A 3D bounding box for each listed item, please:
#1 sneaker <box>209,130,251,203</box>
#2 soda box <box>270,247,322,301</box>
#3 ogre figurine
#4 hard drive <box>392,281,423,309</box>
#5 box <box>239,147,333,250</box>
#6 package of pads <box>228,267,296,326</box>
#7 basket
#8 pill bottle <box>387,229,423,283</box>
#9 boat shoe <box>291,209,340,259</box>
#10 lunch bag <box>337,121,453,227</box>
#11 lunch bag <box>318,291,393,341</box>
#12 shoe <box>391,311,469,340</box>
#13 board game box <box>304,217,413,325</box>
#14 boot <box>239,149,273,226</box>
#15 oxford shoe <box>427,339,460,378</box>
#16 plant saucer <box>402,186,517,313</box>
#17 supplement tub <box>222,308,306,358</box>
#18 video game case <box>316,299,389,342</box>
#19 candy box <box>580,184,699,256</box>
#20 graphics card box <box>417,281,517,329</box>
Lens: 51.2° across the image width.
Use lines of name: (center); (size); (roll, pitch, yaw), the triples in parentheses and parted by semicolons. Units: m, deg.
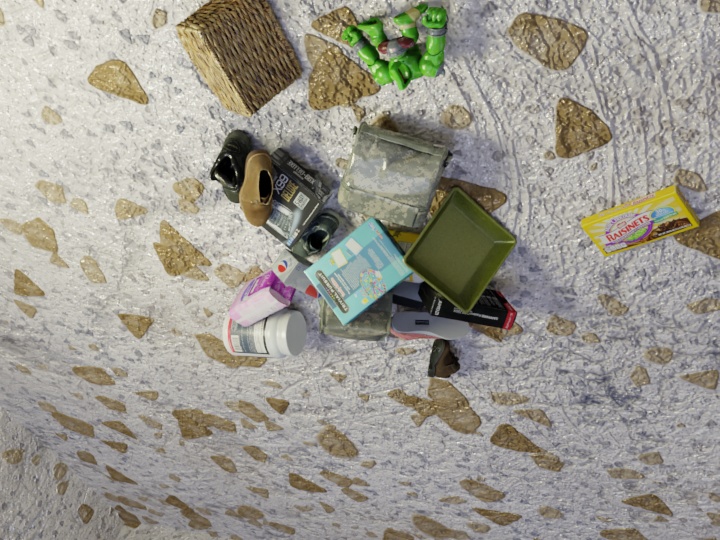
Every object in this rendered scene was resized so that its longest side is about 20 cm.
sneaker: (-0.292, -0.203, 1.668); (0.076, 0.114, 0.200); (21, 143, 2)
soda box: (-0.120, 0.020, 1.816); (0.200, 0.063, 0.068); (30, -170, -48)
ogre figurine: (0.069, -0.387, 1.315); (0.200, 0.098, 0.120); (-11, 121, 18)
hard drive: (0.070, 0.045, 1.812); (0.200, 0.042, 0.135); (16, 167, 0)
box: (-0.170, -0.158, 1.691); (0.158, 0.050, 0.200); (40, 139, -3)
package of pads: (-0.249, 0.063, 1.950); (0.076, 0.121, 0.200); (40, 137, -23)
basket: (-0.233, -0.419, 1.433); (0.143, 0.149, 0.200); (28, 157, 49)
pill bottle: (0.099, -0.032, 1.698); (0.200, 0.111, 0.111); (10, 140, 13)
boat shoe: (-0.117, -0.071, 1.783); (0.073, 0.062, 0.200); (32, 140, -16)
lunch bag: (0.068, -0.198, 1.496); (0.200, 0.139, 0.168); (18, 142, 2)
lunch bag: (-0.015, 0.109, 1.787); (0.164, 0.118, 0.200); (6, 165, -5)
shoe: (0.171, 0.141, 1.909); (0.200, 0.072, 0.091); (4, 167, -3)
board game box: (0.000, 0.000, 1.644); (0.200, 0.047, 0.151); (-38, 83, 15)
boot: (-0.219, -0.158, 1.616); (0.074, 0.076, 0.200); (-8, 139, -16)
oxford shoe: (0.225, 0.230, 1.979); (0.084, 0.073, 0.200); (10, 155, 7)
plant saucer: (0.206, -0.044, 1.611); (0.200, 0.200, 0.048); (38, 174, -21)
supplement tub: (-0.263, 0.169, 2.062); (0.200, 0.140, 0.140); (1, 137, 23)
video game case: (-0.023, 0.113, 1.988); (0.182, 0.023, 0.200); (7, 139, 16)
candy box: (0.554, -0.095, 1.497); (0.200, 0.026, 0.102); (-23, 121, 40)
graphics card box: (0.241, 0.073, 1.709); (0.200, 0.125, 0.051); (12, 110, -15)
